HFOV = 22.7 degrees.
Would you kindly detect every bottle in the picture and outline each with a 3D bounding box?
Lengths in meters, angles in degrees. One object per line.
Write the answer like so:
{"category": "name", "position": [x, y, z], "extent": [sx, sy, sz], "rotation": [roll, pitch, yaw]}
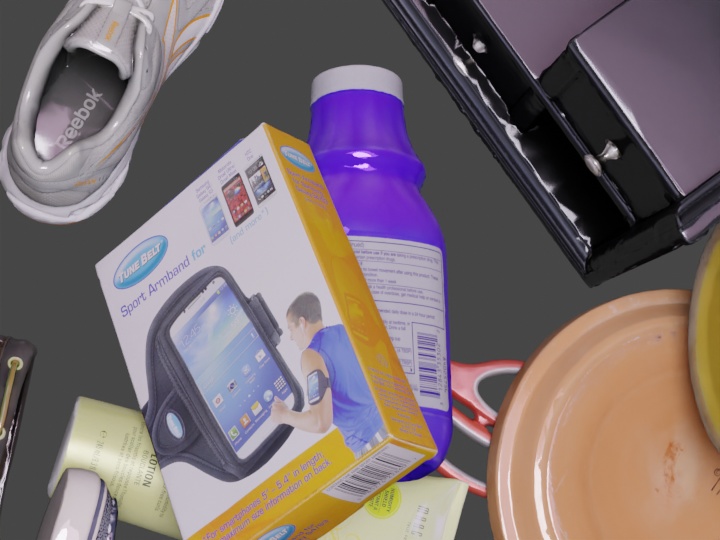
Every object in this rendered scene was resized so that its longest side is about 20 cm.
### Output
{"category": "bottle", "position": [0.000, 0.000, 0.870], "extent": [0.083, 0.065, 0.201], "rotation": [5, 69, -18]}

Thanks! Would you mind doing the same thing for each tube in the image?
{"category": "tube", "position": [-0.048, 0.111, 0.868], "extent": [0.199, 0.052, 0.058], "rotation": [18, 122, -10]}

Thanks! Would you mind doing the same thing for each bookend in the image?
{"category": "bookend", "position": [0.106, -0.105, 0.839], "extent": [0.092, 0.200, 0.199], "rotation": [-35, 89, -7]}

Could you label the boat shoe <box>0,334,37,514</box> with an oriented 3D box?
{"category": "boat shoe", "position": [-0.186, 0.127, 0.831], "extent": [0.060, 0.072, 0.202], "rotation": [2, 79, -4]}

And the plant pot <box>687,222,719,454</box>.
{"category": "plant pot", "position": [0.264, 0.034, 0.833], "extent": [0.188, 0.201, 0.202], "rotation": [1, 82, -17]}

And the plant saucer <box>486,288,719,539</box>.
{"category": "plant saucer", "position": [0.162, 0.108, 0.899], "extent": [0.200, 0.032, 0.201], "rotation": [2, 81, -13]}

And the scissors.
{"category": "scissors", "position": [0.010, 0.045, 0.901], "extent": [0.200, 0.014, 0.073], "rotation": [29, 79, -4]}

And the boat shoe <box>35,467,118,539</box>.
{"category": "boat shoe", "position": [-0.116, 0.193, 0.826], "extent": [0.092, 0.075, 0.201], "rotation": [12, 99, -12]}

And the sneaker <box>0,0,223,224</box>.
{"category": "sneaker", "position": [-0.112, -0.119, 0.866], "extent": [0.075, 0.092, 0.201], "rotation": [21, 79, -5]}

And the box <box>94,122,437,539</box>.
{"category": "box", "position": [-0.052, 0.028, 0.821], "extent": [0.119, 0.041, 0.200], "rotation": [-38, 57, 22]}
